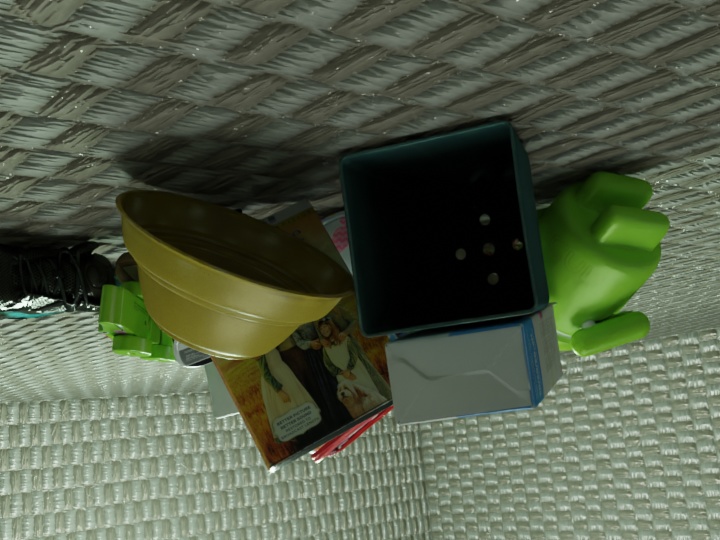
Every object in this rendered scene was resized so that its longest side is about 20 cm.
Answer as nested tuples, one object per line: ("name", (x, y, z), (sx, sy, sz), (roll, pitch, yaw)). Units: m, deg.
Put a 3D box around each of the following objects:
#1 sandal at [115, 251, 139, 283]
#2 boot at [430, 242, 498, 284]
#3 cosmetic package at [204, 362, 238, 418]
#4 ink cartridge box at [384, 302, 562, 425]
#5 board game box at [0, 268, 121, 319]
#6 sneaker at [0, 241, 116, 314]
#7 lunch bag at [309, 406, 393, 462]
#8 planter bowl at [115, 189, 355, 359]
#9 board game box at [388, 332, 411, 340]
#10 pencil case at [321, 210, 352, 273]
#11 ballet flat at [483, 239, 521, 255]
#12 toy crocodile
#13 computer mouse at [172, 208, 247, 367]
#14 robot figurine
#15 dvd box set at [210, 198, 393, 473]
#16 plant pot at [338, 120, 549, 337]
("sandal", (-0.181, 0.002, 1.020), (0.079, 0.055, 0.199), (-7, 165, 31))
("boot", (0.116, 0.030, 1.001), (0.070, 0.147, 0.200), (-35, -179, 24))
("cosmetic package", (-0.113, 0.098, 1.128), (0.080, 0.115, 0.200), (-15, 174, 11))
("ink cartridge box", (0.107, 0.074, 0.827), (0.113, 0.069, 0.200), (-10, 180, 20))
("board game box", (-0.363, 0.027, 1.126), (0.197, 0.029, 0.135), (-12, 169, 31))
("sneaker", (-0.302, 0.004, 0.915), (0.112, 0.078, 0.199), (-9, 173, 5))
("lunch bag", (0.003, 0.137, 1.128), (0.176, 0.082, 0.200), (-32, 170, -49))
("planter bowl", (-0.109, 0.013, 0.765), (0.198, 0.085, 0.201), (22, -167, -5))
("board game box", (-0.013, 0.077, 1.014), (0.199, 0.039, 0.158), (-34, -173, 18))
("pencil case", (0.000, 0.000, 1.014), (0.083, 0.091, 0.200), (-43, 167, -2))
("ballet flat", (0.173, -0.018, 1.103), (0.198, 0.065, 0.075), (-14, 172, 35))
("toy crocodile", (-0.223, 0.054, 0.965), (0.061, 0.069, 0.200), (1, 169, 6))
("computer mouse", (-0.160, 0.019, 0.936), (0.108, 0.044, 0.202), (-20, 143, -24))
("robot figurine", (0.212, -0.004, 0.944), (0.114, 0.177, 0.201), (5, 137, -24))
("dvd box set", (-0.061, 0.051, 0.842), (0.145, 0.202, 0.029), (-25, 162, -16))
("plant pot", (0.087, -0.024, 0.820), (0.139, 0.144, 0.200), (-9, 174, 18))
